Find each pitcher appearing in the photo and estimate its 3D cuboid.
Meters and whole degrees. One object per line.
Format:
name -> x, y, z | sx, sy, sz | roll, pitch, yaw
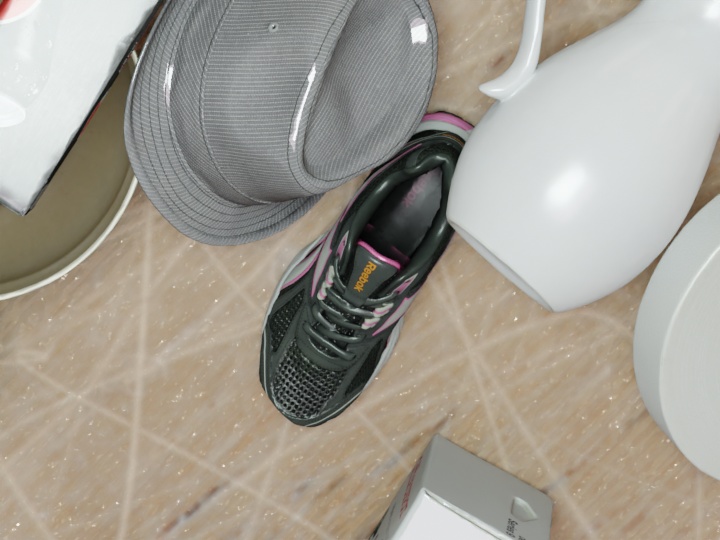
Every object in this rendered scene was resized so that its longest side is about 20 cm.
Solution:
pitcher -> 0.123, -0.093, 1.376 | 0.172, 0.121, 0.200 | 41, 88, -15

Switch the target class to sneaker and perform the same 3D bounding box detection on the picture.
sneaker -> 0.000, 0.000, 1.452 | 0.080, 0.086, 0.200 | 27, 101, 0

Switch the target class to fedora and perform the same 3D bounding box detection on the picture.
fedora -> -0.027, -0.102, 1.382 | 0.200, 0.090, 0.177 | -53, 134, -24

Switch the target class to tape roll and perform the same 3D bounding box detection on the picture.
tape roll -> 0.250, 0.030, 1.420 | 0.203, 0.037, 0.203 | -10, 120, -17

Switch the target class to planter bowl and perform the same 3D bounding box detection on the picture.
planter bowl -> -0.218, -0.089, 1.419 | 0.200, 0.135, 0.200 | -1, 97, -4

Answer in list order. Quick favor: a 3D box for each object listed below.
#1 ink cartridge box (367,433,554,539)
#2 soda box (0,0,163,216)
ink cartridge box -> 0.023, 0.207, 1.459 | 0.084, 0.146, 0.200 | 31, 100, -1
soda box -> -0.150, -0.130, 1.321 | 0.071, 0.063, 0.200 | 32, 93, -8
